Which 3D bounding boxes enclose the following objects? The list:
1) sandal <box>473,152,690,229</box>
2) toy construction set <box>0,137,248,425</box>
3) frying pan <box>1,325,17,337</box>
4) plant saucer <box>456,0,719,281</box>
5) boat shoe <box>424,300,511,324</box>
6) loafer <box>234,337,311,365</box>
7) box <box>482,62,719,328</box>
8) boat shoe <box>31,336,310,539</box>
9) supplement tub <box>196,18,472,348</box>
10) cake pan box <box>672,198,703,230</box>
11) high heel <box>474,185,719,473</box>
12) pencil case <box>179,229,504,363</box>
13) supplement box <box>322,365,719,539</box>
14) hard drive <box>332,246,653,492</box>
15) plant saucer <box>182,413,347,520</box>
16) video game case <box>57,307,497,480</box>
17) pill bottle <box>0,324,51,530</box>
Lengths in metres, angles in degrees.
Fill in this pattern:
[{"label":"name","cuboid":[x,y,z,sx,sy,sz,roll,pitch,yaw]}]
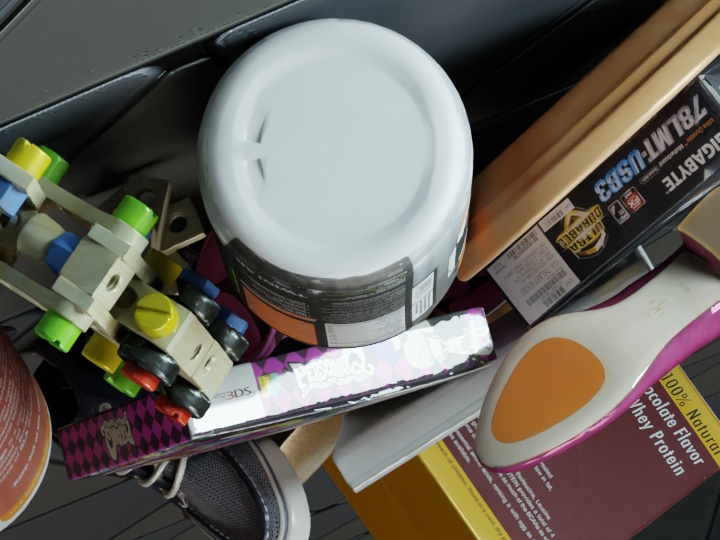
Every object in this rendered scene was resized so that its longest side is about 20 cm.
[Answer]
[{"label":"sandal","cuboid":[0.127,-0.057,1.633,0.200,0.075,0.048,-8,130,-54]},{"label":"toy construction set","cuboid":[-0.119,0.003,1.302,0.093,0.131,0.200,-61,163,5]},{"label":"frying pan","cuboid":[-0.268,0.044,1.446,0.189,0.031,0.115,-22,171,-11]},{"label":"plant saucer","cuboid":[0.113,-0.074,1.413,0.200,0.037,0.200,-42,179,-1]},{"label":"boat shoe","cuboid":[0.089,0.027,1.747,0.072,0.068,0.200,-5,138,-50]},{"label":"loafer","cuboid":[-0.050,0.030,1.721,0.072,0.073,0.200,-32,-178,-28]},{"label":"box","cuboid":[0.182,-0.070,1.498,0.200,0.050,0.198,-35,177,-44]},{"label":"boat shoe","cuboid":[-0.119,0.106,1.651,0.092,0.200,0.075,-2,122,-43]},{"label":"supplement tub","cuboid":[-0.010,-0.033,1.311,0.122,0.123,0.200,-20,170,-3]},{"label":"cake pan box","cuboid":[0.307,-0.097,1.785,0.183,0.053,0.200,-15,167,-39]},{"label":"high heel","cuboid":[0.141,0.043,1.484,0.200,0.067,0.096,-48,153,-9]},{"label":"pencil case","cuboid":[0.000,0.000,1.591,0.199,0.091,0.094,-9,130,-39]},{"label":"supplement box","cuboid":[0.103,0.111,1.905,0.200,0.198,0.133,-34,176,-27]},{"label":"hard drive","cuboid":[0.077,0.049,1.591,0.199,0.026,0.132,-33,-175,6]},{"label":"plant saucer","cuboid":[-0.035,0.083,1.764,0.200,0.035,0.200,-49,-169,13]},{"label":"video game case","cuboid":[-0.049,0.068,1.533,0.180,0.036,0.200,-13,176,-25]},{"label":"pill bottle","cuboid":[-0.217,0.053,1.338,0.111,0.113,0.200,-20,158,-2]}]
